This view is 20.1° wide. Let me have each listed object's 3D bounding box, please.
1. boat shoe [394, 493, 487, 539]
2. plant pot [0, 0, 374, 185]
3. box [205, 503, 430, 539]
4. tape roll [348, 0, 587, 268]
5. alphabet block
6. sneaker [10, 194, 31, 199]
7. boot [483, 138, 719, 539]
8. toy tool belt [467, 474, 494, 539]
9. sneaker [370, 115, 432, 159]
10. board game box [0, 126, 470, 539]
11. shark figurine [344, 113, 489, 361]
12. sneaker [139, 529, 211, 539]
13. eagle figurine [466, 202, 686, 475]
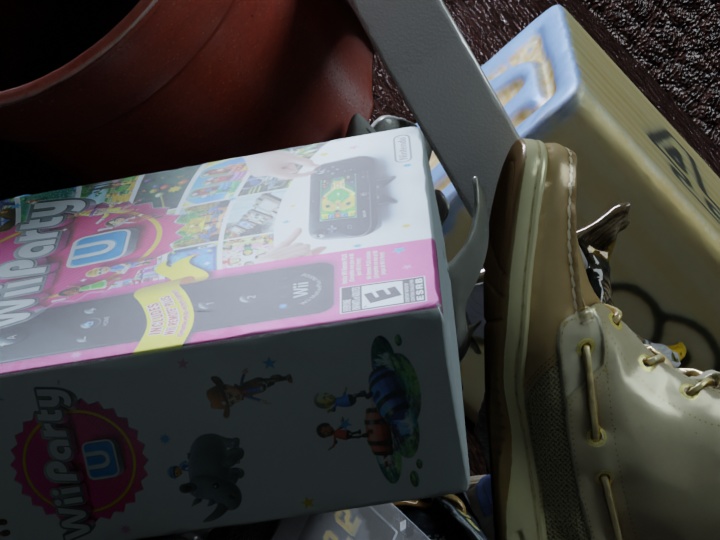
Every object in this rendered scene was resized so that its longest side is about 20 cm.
[{"bbox_3d":[0.023,0.108,0.832,0.091,0.070,0.201,91,-19,-54],"label":"boat shoe"},{"bbox_3d":[-0.100,-0.116,0.932,0.195,0.200,0.201,42,15,-53],"label":"plant pot"},{"bbox_3d":[-0.006,0.175,0.606,0.158,0.048,0.200,44,43,-16],"label":"box"},{"bbox_3d":[0.042,-0.080,0.943,0.203,0.037,0.203,60,5,-8],"label":"tape roll"},{"bbox_3d":[0.123,-0.013,1.262,0.200,0.195,0.197,46,18,-16],"label":"alphabet block"},{"bbox_3d":[-0.095,0.031,0.836,0.200,0.073,0.082,19,56,-58],"label":"sneaker"},{"bbox_3d":[0.129,0.043,0.833,0.073,0.154,0.201,-85,173,-83],"label":"boot"},{"bbox_3d":[0.082,0.135,0.939,0.125,0.123,0.200,54,17,15],"label":"toy tool belt"},{"bbox_3d":[-0.013,0.004,0.969,0.075,0.081,0.201,28,48,-12],"label":"sneaker"},{"bbox_3d":[-0.070,0.023,0.652,0.148,0.199,0.065,-92,171,-66],"label":"board game box"},{"bbox_3d":[0.005,0.017,0.857,0.215,0.089,0.129,-120,-162,-74],"label":"shark figurine"},{"bbox_3d":[-0.071,0.089,0.737,0.075,0.087,0.200,21,33,15],"label":"sneaker"},{"bbox_3d":[0.133,0.072,1.065,0.152,0.150,0.201,130,-56,-76],"label":"eagle figurine"}]
